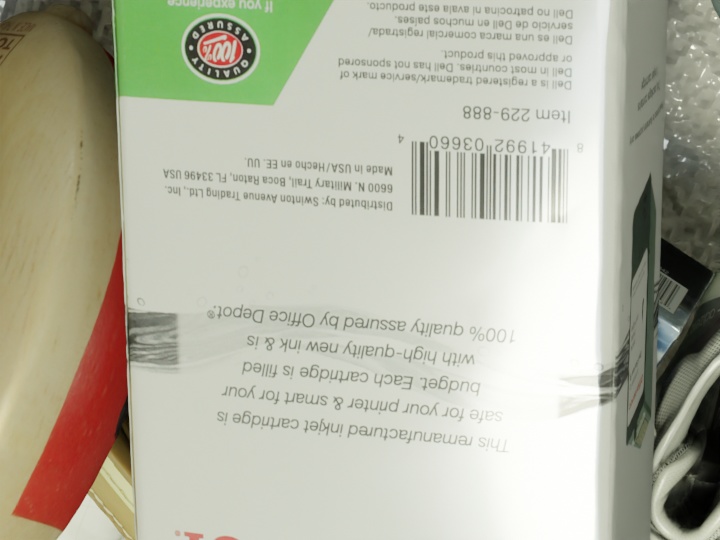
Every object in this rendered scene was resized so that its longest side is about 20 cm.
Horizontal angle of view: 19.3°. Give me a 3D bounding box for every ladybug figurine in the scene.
[{"bbox_3d":[-0.112,0.015,0.668,0.072,0.135,0.201,21,85,-35],"label":"ladybug figurine"}]

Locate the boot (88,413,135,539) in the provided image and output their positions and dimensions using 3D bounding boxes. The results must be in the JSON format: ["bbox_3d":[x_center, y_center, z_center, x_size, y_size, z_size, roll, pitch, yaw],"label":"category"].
[{"bbox_3d":[-0.064,0.129,0.761,0.200,0.072,0.154,46,130,-10],"label":"boot"}]

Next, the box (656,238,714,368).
[{"bbox_3d":[0.000,0.000,0.709,0.200,0.040,0.137,34,130,6],"label":"box"}]

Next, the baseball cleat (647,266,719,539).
[{"bbox_3d":[0.111,0.073,0.716,0.069,0.107,0.201,24,137,16],"label":"baseball cleat"}]

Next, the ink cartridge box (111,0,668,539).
[{"bbox_3d":[0.011,0.000,0.617,0.145,0.084,0.201,5,106,16],"label":"ink cartridge box"}]

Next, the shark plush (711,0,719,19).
[{"bbox_3d":[0.147,-0.073,0.653,0.090,0.083,0.201,-18,119,20],"label":"shark plush"}]

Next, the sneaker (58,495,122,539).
[{"bbox_3d":[-0.159,0.036,0.779,0.199,0.074,0.116,26,120,-10],"label":"sneaker"}]
